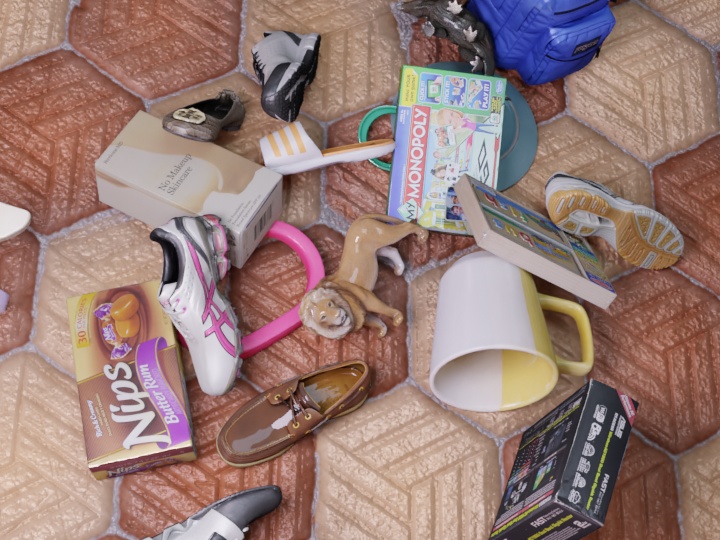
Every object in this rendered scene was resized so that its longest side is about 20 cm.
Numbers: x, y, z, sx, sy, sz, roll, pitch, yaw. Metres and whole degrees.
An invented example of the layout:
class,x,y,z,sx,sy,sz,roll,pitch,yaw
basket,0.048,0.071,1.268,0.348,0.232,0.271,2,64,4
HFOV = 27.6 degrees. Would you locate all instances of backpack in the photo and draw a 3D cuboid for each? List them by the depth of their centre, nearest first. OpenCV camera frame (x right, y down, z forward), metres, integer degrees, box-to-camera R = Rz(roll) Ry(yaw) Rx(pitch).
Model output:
class,x,y,z,sx,sy,sz,roll,pitch,yaw
backpack,0.252,-0.354,1.897,0.162,0.200,0.168,-29,74,-25

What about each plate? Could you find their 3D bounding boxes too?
class,x,y,z,sx,sy,sz,roll,pitch,yaw
plate,0.137,-0.190,1.889,0.198,0.026,0.202,6,63,-12

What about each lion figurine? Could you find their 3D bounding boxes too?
class,x,y,z,sx,sy,sz,roll,pitch,yaw
lion figurine,0.000,0.000,1.721,0.122,0.072,0.202,27,59,-21

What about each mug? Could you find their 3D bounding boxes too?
class,x,y,z,sx,sy,sz,roll,pitch,yaw
mug,0.163,0.070,1.721,0.186,0.149,0.154,29,45,-37

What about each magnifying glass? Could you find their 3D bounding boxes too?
class,x,y,z,sx,sy,sz,roll,pitch,yaw
magnifying glass,0.083,-0.131,1.837,0.199,0.022,0.080,38,90,-2

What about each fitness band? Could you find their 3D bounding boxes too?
class,x,y,z,sx,sy,sz,roll,pitch,yaw
fitness band,-0.134,0.021,1.714,0.199,0.037,0.144,-31,76,-23

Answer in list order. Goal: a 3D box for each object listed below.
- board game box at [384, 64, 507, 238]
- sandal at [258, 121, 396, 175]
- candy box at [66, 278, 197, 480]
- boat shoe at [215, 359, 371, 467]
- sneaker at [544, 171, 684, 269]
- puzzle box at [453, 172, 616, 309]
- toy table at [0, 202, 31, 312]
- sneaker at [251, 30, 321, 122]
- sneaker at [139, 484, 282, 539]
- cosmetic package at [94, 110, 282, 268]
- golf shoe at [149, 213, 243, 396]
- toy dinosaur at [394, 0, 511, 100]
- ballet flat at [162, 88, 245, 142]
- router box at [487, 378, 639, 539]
class,x,y,z,sx,sy,sz,roll,pitch,yaw
board game box,0.105,-0.146,1.815,0.133,0.029,0.202,6,84,-6
sandal,-0.060,-0.153,1.775,0.205,0.079,0.060,-12,99,-9
candy box,-0.253,0.119,1.615,0.115,0.057,0.202,-11,66,-3
boat shoe,-0.073,0.152,1.647,0.199,0.068,0.072,-26,73,-23
sneaker,0.321,-0.072,1.849,0.199,0.076,0.088,25,24,-20
puzzle box,0.208,-0.035,1.756,0.199,0.025,0.133,25,26,-26
toy table,-0.467,-0.038,1.592,0.198,0.184,0.118,20,77,-17
sneaker,-0.103,-0.241,1.805,0.079,0.074,0.200,12,28,3
sneaker,-0.161,0.301,1.555,0.199,0.074,0.089,-28,73,-14
cosmetic package,-0.199,-0.096,1.708,0.199,0.071,0.106,24,56,13
golf shoe,-0.186,0.041,1.611,0.091,0.072,0.202,-9,89,-38
toy dinosaur,0.136,-0.306,1.894,0.199,0.077,0.102,38,23,2
ballet flat,-0.180,-0.185,1.728,0.067,0.200,0.047,23,106,10
router box,0.220,0.225,1.607,0.062,0.200,0.151,26,62,-5
